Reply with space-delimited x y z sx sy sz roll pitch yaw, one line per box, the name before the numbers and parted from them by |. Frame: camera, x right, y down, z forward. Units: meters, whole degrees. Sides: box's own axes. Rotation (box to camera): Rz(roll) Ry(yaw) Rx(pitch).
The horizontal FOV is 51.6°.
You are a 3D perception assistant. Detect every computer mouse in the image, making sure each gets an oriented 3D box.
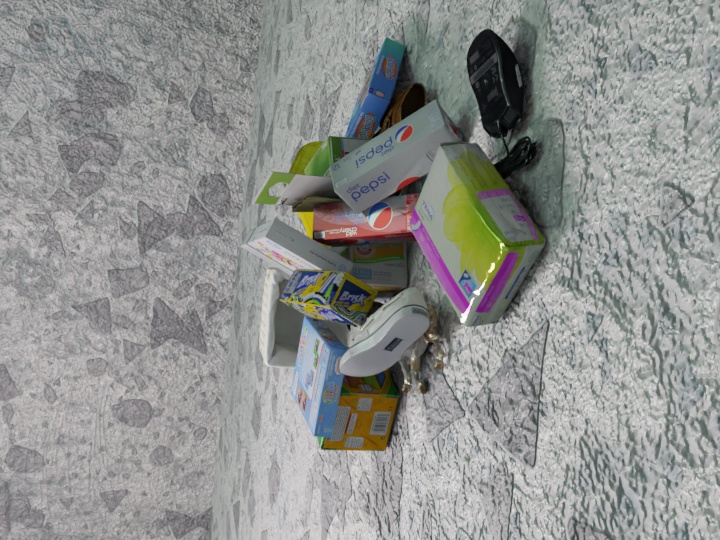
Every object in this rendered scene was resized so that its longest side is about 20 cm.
computer mouse | 0.177 -0.206 0.988 0.140 0.046 0.200 135 126 -59

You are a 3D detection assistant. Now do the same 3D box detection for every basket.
basket | -0.103 0.096 1.540 0.161 0.198 0.200 -170 84 -76

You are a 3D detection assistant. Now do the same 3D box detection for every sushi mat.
sushi mat | -0.012 -0.109 1.289 0.096 0.200 0.012 154 117 -69

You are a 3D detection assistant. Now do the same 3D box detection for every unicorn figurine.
unicorn figurine | 0.078 0.123 1.188 0.200 0.074 0.138 -47 38 38

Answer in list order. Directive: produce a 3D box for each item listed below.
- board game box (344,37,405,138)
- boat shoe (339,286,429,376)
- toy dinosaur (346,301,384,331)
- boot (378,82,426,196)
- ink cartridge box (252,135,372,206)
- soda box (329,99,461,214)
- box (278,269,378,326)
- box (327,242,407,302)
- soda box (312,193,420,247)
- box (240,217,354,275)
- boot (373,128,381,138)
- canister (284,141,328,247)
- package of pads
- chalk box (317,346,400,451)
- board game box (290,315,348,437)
board game box | 0.022 -0.314 1.375 0.152 0.045 0.200 120 168 -45
boat shoe | 0.033 0.095 1.134 0.200 0.072 0.066 -50 31 43
toy dinosaur | 0.001 0.076 1.339 0.088 0.200 0.048 59 -135 -57
boot | 0.062 -0.216 1.281 0.155 0.074 0.200 161 115 -75
ink cartridge box | -0.072 -0.165 1.261 0.148 0.200 0.076 143 125 -64
soda box | 0.054 -0.171 1.142 0.200 0.068 0.064 -29 46 19
box | -0.056 0.042 1.224 0.200 0.070 0.064 4 64 62
box | 0.000 0.000 1.372 0.200 0.112 0.102 143 129 -65
soda box | 0.022 -0.079 1.214 0.200 0.070 0.064 -3 80 31
box | -0.115 -0.028 1.301 0.041 0.156 0.200 -64 18 -13
boot | 0.020 -0.169 1.425 0.144 0.072 0.200 -176 94 -71
canister | -0.074 -0.139 1.512 0.200 0.086 0.149 70 -149 -50
package of pads | 0.142 -0.052 0.959 0.200 0.068 0.155 64 148 36
chalk box | -0.022 0.219 1.365 0.200 0.124 0.125 -119 39 -60
board game box | -0.075 0.177 1.287 0.200 0.037 0.152 -144 64 -69
